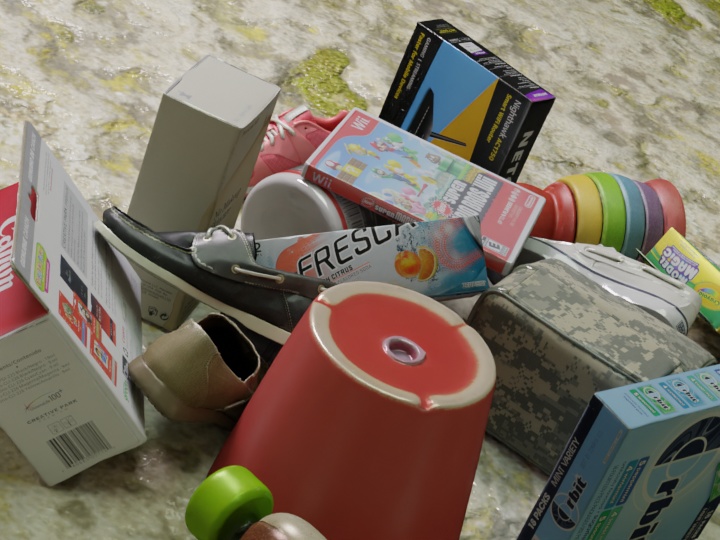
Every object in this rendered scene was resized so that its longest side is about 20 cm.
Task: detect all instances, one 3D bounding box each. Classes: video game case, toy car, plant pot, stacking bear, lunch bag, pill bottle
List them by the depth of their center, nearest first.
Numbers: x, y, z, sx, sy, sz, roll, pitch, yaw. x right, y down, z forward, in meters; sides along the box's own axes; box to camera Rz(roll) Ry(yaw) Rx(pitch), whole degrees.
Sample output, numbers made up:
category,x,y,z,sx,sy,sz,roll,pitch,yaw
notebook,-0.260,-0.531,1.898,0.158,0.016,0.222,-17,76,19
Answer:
category,x,y,z,sx,sy,sz,roll,pitch,yaw
toy car,-0.089,0.253,0.997,0.199,0.159,0.164,-36,55,-23
plant pot,0.003,0.120,1.179,0.199,0.178,0.201,16,31,-10
lunch bag,0.197,0.083,1.397,0.199,0.140,0.167,33,36,19
video game case,0.059,-0.073,1.452,0.199,0.018,0.143,26,31,6
pill bottle,-0.008,-0.053,1.507,0.114,0.115,0.199,36,32,22
stacking bear,0.217,-0.044,1.653,0.198,0.114,0.122,3,35,-22

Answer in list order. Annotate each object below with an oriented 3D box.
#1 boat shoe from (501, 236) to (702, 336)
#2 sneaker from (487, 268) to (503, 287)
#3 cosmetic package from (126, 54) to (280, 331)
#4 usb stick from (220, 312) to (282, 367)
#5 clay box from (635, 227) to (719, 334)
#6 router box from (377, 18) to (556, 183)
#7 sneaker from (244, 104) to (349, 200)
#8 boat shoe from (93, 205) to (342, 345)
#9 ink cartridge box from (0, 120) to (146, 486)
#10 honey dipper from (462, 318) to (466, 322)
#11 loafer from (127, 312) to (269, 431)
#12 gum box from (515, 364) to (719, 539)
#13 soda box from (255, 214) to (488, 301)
category,x,y,z,sx,sy,sz,roll,pitch,yaw
boat shoe,0.217,0.007,1.501,0.199,0.072,0.066,21,49,31
sneaker,0.217,0.024,1.567,0.198,0.081,0.074,23,32,5
cosmetic package,-0.140,-0.063,1.351,0.073,0.201,0.104,25,31,5
usb stick,-0.034,0.088,1.348,0.199,0.033,0.055,28,30,10
clay box,0.353,0.030,1.593,0.200,0.048,0.115,32,14,-50
router box,0.084,-0.120,1.585,0.149,0.201,0.051,38,32,25
sneaker,-0.084,-0.126,1.599,0.199,0.087,0.074,-5,39,-38
boat shoe,-0.107,-0.004,1.251,0.199,0.068,0.072,27,0,-5
ink cartridge box,-0.233,0.018,1.184,0.083,0.176,0.201,-24,34,8
honey dipper,0.000,0.048,1.430,0.198,0.038,0.038,9,33,-18
loafer,-0.104,0.075,1.229,0.076,0.067,0.200,51,11,10
gum box,0.225,0.157,1.271,0.199,0.171,0.045,-8,42,-41
soda box,0.000,0.000,1.333,0.198,0.064,0.068,-7,-6,-10
